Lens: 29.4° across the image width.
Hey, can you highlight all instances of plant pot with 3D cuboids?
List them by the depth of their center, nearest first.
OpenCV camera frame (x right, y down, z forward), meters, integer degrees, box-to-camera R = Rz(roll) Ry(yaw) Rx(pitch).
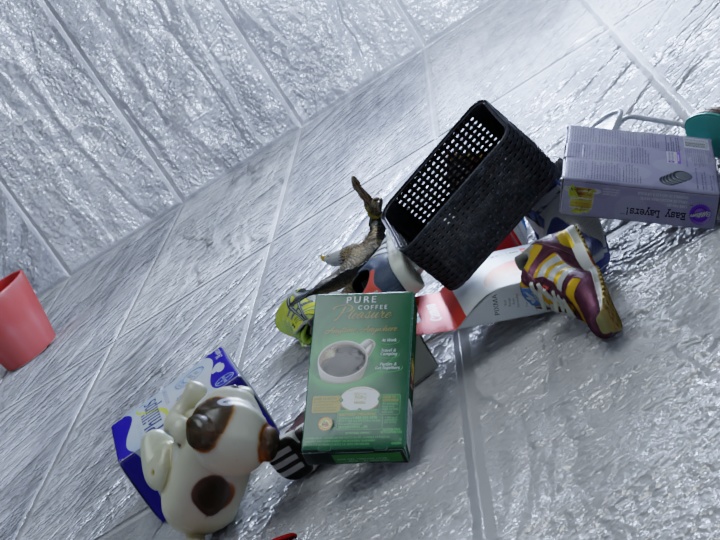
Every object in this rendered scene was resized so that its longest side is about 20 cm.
[{"bbox_3d":[-0.832,0.128,3.259,0.199,0.178,0.201,-31,16,10],"label":"plant pot"}]

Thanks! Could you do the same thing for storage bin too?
[{"bbox_3d":[0.131,-0.093,1.680,0.200,0.093,0.135,-49,24,11],"label":"storage bin"}]

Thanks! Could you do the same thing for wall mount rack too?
[{"bbox_3d":[0.357,-0.161,1.865,0.173,0.075,0.200,-28,16,34],"label":"wall mount rack"}]

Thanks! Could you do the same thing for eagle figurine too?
[{"bbox_3d":[-0.005,0.001,1.893,0.151,0.151,0.201,-31,34,59],"label":"eagle figurine"}]

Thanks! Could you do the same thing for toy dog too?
[{"bbox_3d":[-0.178,0.216,1.619,0.200,0.138,0.195,125,161,-46],"label":"toy dog"}]

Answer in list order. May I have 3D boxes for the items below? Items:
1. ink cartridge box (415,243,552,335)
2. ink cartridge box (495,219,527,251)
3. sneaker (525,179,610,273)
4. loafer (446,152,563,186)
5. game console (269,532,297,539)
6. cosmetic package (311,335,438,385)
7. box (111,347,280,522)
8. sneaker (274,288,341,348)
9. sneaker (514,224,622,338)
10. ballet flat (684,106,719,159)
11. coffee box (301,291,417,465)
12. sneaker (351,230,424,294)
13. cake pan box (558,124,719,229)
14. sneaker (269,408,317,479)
[{"bbox_3d":[0.136,0.022,1.682,0.198,0.051,0.162,-8,15,-3],"label":"ink cartridge box"},{"bbox_3d":[0.164,-0.033,1.877,0.115,0.068,0.200,-28,16,15],"label":"ink cartridge box"},{"bbox_3d":[0.260,-0.048,1.707,0.080,0.115,0.200,-36,45,7],"label":"sneaker"},{"bbox_3d":[0.193,-0.136,1.878,0.199,0.073,0.073,-9,24,43],"label":"loafer"},{"bbox_3d":[-0.171,0.370,1.468,0.199,0.118,0.174,-27,48,28],"label":"game console"},{"bbox_3d":[0.016,0.105,1.766,0.105,0.071,0.200,-34,15,-7],"label":"cosmetic package"},{"bbox_3d":[-0.229,0.219,1.875,0.199,0.105,0.184,-37,15,-6],"label":"box"},{"bbox_3d":[-0.081,0.075,2.052,0.076,0.076,0.199,-42,16,-29],"label":"sneaker"},{"bbox_3d":[0.227,0.025,1.524,0.089,0.075,0.200,-23,25,7],"label":"sneaker"},{"bbox_3d":[0.478,-0.171,1.676,0.067,0.069,0.200,-18,16,-18],"label":"ballet flat"},{"bbox_3d":[0.002,0.120,1.555,0.122,0.044,0.202,-4,58,11],"label":"coffee box"},{"bbox_3d":[0.030,0.003,1.745,0.084,0.075,0.200,-35,7,9],"label":"sneaker"},{"bbox_3d":[0.332,-0.117,1.642,0.182,0.053,0.200,7,26,6],"label":"cake pan box"},{"bbox_3d":[-0.021,0.169,1.653,0.199,0.076,0.116,-28,14,26],"label":"sneaker"}]
